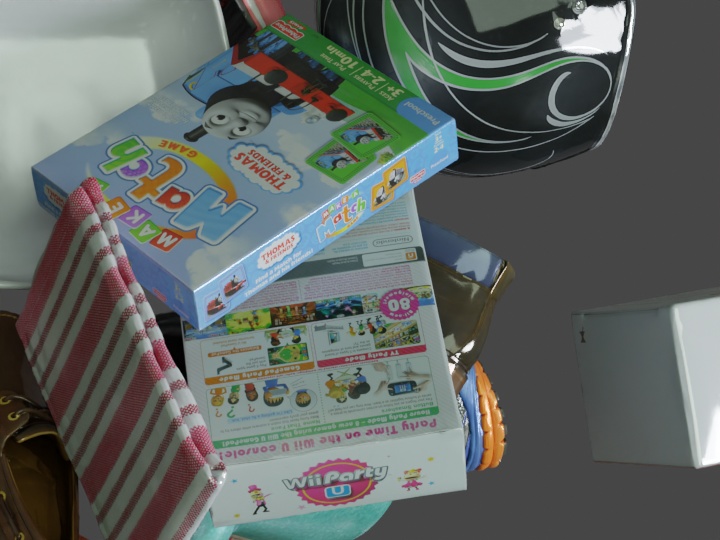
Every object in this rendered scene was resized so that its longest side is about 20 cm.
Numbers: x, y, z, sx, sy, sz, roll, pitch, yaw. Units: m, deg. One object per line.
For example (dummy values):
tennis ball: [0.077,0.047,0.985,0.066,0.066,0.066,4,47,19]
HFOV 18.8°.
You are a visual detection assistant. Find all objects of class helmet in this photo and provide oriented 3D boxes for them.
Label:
helmet: [0.064,-0.159,1.376,0.190,0.200,0.200,4,85,-7]

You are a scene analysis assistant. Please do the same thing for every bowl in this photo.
bowl: [-0.179,-0.088,1.343,0.199,0.075,0.200,-5,87,-20]

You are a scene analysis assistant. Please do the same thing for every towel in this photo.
towel: [-0.132,0.067,1.206,0.030,0.146,0.200,-13,64,-30]

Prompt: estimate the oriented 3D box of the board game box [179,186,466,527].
board game box: [-0.027,0.038,1.247,0.147,0.064,0.200,-8,50,-2]

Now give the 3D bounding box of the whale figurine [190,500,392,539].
whale figurine: [-0.044,0.116,1.307,0.200,0.104,0.159,-20,101,-59]

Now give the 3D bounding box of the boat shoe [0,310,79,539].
boat shoe: [-0.197,0.105,1.289,0.072,0.068,0.200,15,48,-35]

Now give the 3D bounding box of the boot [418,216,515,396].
boot: [0.000,0.000,1.370,0.200,0.075,0.097,30,77,20]

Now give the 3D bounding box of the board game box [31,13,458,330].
board game box: [-0.067,-0.063,1.269,0.200,0.151,0.037,-35,142,-27]

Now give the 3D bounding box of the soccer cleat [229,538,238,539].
soccer cleat: [-0.115,0.176,1.352,0.067,0.076,0.200,-60,137,-51]

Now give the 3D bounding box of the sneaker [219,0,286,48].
sneaker: [-0.081,-0.228,1.388,0.087,0.074,0.200,-31,97,-20]

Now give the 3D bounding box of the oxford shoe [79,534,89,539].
oxford shoe: [-0.206,0.196,1.330,0.200,0.071,0.073,32,104,-18]

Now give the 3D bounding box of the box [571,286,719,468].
box: [0.267,0.062,1.454,0.200,0.152,0.107,-9,90,-20]

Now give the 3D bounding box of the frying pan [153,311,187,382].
frying pan: [-0.089,0.096,1.385,0.190,0.031,0.115,26,87,-27]

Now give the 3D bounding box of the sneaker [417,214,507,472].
sneaker: [0.031,0.044,1.413,0.078,0.075,0.200,-20,92,-17]
